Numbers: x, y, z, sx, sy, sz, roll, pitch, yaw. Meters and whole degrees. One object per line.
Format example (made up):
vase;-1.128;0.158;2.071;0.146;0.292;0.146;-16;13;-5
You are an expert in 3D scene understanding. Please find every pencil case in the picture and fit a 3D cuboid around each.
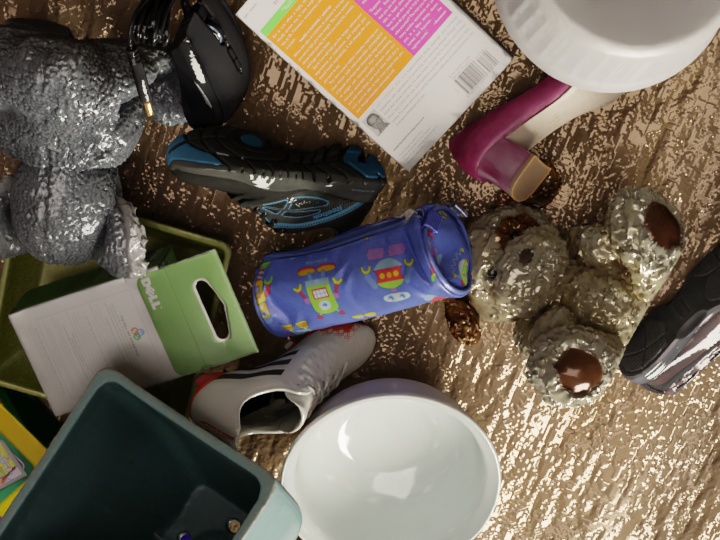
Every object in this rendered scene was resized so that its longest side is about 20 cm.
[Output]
pencil case;0.000;0.000;1.132;0.199;0.078;0.087;-15;116;30

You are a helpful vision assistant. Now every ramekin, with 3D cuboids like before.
ramekin;0.204;-0.245;1.022;0.198;0.098;0.203;0;90;-3

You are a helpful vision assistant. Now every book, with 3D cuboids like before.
book;0.013;-0.200;1.118;0.200;0.048;0.134;42;105;-11

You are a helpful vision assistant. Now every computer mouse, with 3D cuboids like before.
computer mouse;-0.130;-0.162;1.058;0.046;0.141;0.201;16;145;14

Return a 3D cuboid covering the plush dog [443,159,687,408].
plush dog;0.163;0.008;1.148;0.171;0.161;0.201;30;82;9

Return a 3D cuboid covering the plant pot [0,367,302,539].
plant pot;-0.163;0.234;1.143;0.195;0.200;0.197;29;81;24

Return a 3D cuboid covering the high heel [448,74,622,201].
high heel;0.161;-0.156;1.126;0.067;0.096;0.201;28;100;-49

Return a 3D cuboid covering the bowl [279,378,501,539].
bowl;0.026;0.172;1.216;0.199;0.091;0.203;0;119;-1

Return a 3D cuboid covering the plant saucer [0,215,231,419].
plant saucer;-0.231;0.032;1.219;0.198;0.048;0.201;16;110;-1

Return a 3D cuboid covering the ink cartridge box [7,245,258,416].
ink cartridge box;-0.195;0.045;1.164;0.198;0.059;0.105;-18;108;11

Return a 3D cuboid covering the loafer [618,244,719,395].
loafer;0.317;0.036;1.171;0.063;0.072;0.200;32;117;-27

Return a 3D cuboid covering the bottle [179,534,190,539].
bottle;-0.235;0.274;1.287;0.198;0.084;0.066;-6;103;8

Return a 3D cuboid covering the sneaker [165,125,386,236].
sneaker;-0.074;-0.067;1.128;0.198;0.073;0.082;9;124;-27

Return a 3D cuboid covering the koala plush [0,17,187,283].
koala plush;-0.243;-0.094;1.092;0.176;0.184;0.202;11;103;2

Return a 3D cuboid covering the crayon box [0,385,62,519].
crayon box;-0.396;0.184;1.283;0.200;0.058;0.173;-40;101;16

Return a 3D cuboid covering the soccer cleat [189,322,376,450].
soccer cleat;-0.057;0.102;1.168;0.199;0.085;0.069;-19;127;-33
